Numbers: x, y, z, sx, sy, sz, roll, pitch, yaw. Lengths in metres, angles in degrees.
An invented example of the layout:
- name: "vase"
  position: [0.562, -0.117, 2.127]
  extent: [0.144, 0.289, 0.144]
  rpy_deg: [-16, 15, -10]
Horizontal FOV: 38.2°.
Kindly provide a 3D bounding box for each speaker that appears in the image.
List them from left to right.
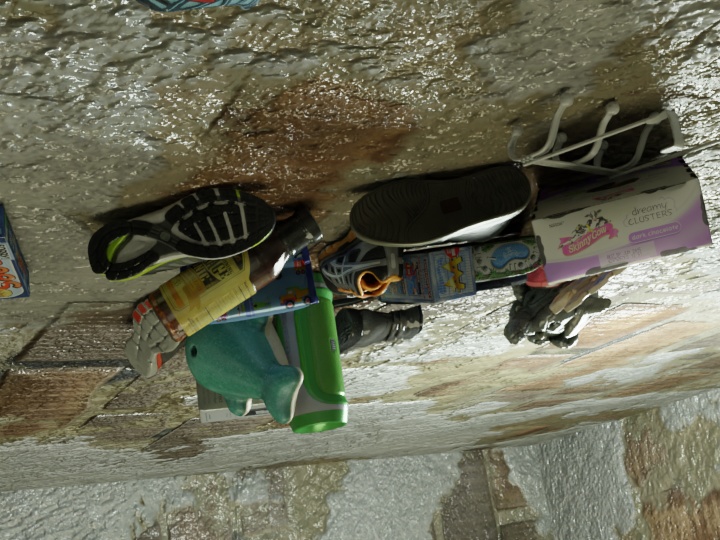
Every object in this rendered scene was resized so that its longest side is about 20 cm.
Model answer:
- name: "speaker"
  position: [-0.067, 0.108, 1.373]
  extent: [0.087, 0.202, 0.089]
  rpy_deg: [-8, 164, -2]

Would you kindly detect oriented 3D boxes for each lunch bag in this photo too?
- name: "lunch bag"
  position: [-0.135, 0.016, 1.260]
  extent: [0.149, 0.095, 0.200]
  rpy_deg: [-9, 175, -6]

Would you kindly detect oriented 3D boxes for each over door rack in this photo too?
- name: "over door rack"
  position: [0.259, -0.129, 0.981]
  extent: [0.147, 0.067, 0.199]
  rpy_deg: [2, 180, -37]

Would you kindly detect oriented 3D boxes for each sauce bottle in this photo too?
- name: "sauce bottle"
  position: [-0.134, -0.001, 1.129]
  extent: [0.199, 0.066, 0.066]
  rpy_deg: [-35, 166, -9]

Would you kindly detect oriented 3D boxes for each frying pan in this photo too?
- name: "frying pan"
  position: [0.044, 0.033, 1.484]
  extent: [0.188, 0.031, 0.115]
  rpy_deg: [-11, 163, 20]

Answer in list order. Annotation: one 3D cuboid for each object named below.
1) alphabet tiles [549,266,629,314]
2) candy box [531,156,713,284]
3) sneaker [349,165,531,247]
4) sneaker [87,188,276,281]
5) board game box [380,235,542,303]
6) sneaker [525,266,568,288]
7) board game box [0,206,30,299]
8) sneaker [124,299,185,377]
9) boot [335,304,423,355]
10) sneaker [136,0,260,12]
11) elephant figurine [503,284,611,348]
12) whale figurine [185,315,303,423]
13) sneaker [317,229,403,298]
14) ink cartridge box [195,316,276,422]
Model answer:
- name: "alphabet tiles"
  position: [0.318, -0.020, 1.293]
  extent: [0.200, 0.015, 0.195]
  rpy_deg: [-43, 179, 35]
- name: "candy box"
  position: [0.273, -0.058, 1.102]
  extent: [0.166, 0.072, 0.200]
  rpy_deg: [-14, -170, 15]
- name: "sneaker"
  position: [0.086, -0.053, 1.148]
  extent: [0.198, 0.076, 0.106]
  rpy_deg: [-9, 164, -3]
- name: "sneaker"
  position: [-0.182, -0.039, 1.091]
  extent: [0.198, 0.075, 0.081]
  rpy_deg: [-11, 180, 10]
- name: "board game box"
  position: [0.124, -0.001, 1.264]
  extent: [0.198, 0.062, 0.200]
  rpy_deg: [-8, -177, -2]
- name: "sneaker"
  position: [0.251, -0.043, 1.311]
  extent: [0.086, 0.074, 0.200]
  rpy_deg: [11, 149, -26]
- name: "board game box"
  position: [-0.425, -0.011, 1.082]
  extent: [0.134, 0.035, 0.200]
  rpy_deg: [-6, 163, -12]
- name: "sneaker"
  position: [-0.264, 0.074, 1.426]
  extent: [0.082, 0.077, 0.200]
  rpy_deg: [-35, 175, -38]
- name: "boot"
  position: [0.013, 0.097, 1.580]
  extent: [0.130, 0.071, 0.200]
  rpy_deg: [-3, 173, -21]
- name: "sneaker"
  position: [-0.130, -0.182, 0.610]
  extent: [0.198, 0.080, 0.095]
  rpy_deg: [0, 163, -26]
- name: "elephant figurine"
  position: [0.277, 0.044, 1.449]
  extent: [0.140, 0.157, 0.200]
  rpy_deg: [12, 174, 7]
- name: "whale figurine"
  position: [-0.153, 0.117, 1.326]
  extent: [0.103, 0.161, 0.200]
  rpy_deg: [0, -154, -39]
- name: "sneaker"
  position: [0.000, 0.000, 1.275]
  extent: [0.077, 0.078, 0.200]
  rpy_deg: [-5, 164, -19]
- name: "ink cartridge box"
  position: [-0.140, 0.131, 1.503]
  extent: [0.198, 0.147, 0.083]
  rpy_deg: [-6, 161, -8]
